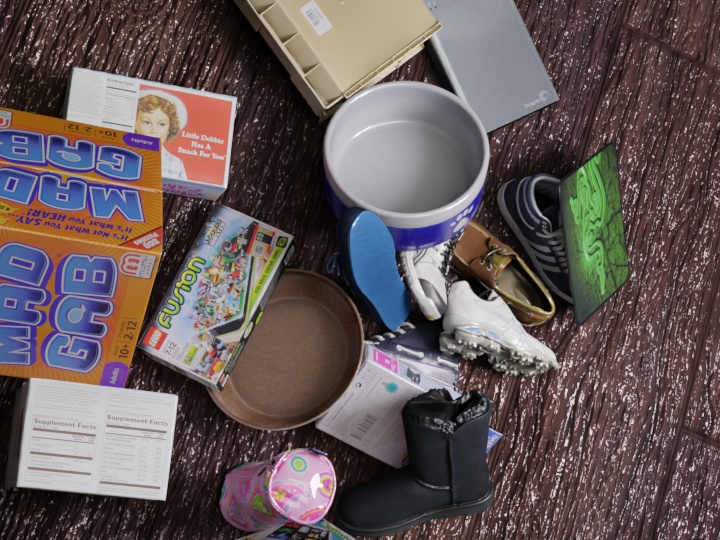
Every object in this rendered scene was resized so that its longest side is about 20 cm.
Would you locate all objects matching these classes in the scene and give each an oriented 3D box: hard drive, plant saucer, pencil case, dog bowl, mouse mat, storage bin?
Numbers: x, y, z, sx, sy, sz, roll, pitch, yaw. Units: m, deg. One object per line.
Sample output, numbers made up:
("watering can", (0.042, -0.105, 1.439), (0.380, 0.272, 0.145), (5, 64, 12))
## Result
("hard drive", (0.163, -0.288, 1.742), (0.139, 0.033, 0.202), (-25, 90, -21))
("plant saucer", (-0.090, 0.097, 1.553), (0.198, 0.037, 0.202), (-5, 65, 12))
("pencil case", (-0.095, 0.247, 1.477), (0.087, 0.200, 0.088), (5, 75, -20))
("dog bowl", (0.053, -0.127, 1.589), (0.198, 0.079, 0.202), (1, 59, -1))
("mouse mat", (0.302, -0.047, 1.690), (0.161, 0.007, 0.202), (-35, 121, -45))
("storage bin", (-0.035, -0.321, 1.648), (0.198, 0.094, 0.201), (-38, 95, -20))

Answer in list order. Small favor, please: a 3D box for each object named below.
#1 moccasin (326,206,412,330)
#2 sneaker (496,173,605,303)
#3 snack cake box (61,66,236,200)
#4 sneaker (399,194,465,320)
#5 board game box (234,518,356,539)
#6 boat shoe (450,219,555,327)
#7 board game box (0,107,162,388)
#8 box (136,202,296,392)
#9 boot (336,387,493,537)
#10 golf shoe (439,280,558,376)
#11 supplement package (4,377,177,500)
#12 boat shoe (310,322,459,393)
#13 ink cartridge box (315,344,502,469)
("moccasin", (0.000, 0.000, 1.546), (0.080, 0.068, 0.201), (-44, 141, -23))
("sneaker", (0.262, -0.040, 1.695), (0.070, 0.108, 0.201), (-40, 95, -20))
("snack cake box", (-0.254, -0.161, 1.560), (0.198, 0.067, 0.116), (9, 77, -18))
("sneaker", (0.092, -0.039, 1.614), (0.087, 0.076, 0.202), (-14, 62, 9))
("board game box", (-0.072, 0.325, 1.472), (0.125, 0.200, 0.035), (-15, 98, -20))
("boat shoe", (0.171, -0.010, 1.680), (0.199, 0.068, 0.072), (39, 75, -7))
("board game box", (-0.328, -0.023, 1.400), (0.198, 0.201, 0.201), (9, 39, -17))
("box", (-0.168, 0.030, 1.554), (0.109, 0.035, 0.201), (23, 73, 12))
("boot", (0.060, 0.220, 1.540), (0.198, 0.077, 0.169), (-10, 126, -1))
("golf shoe", (0.180, 0.073, 1.646), (0.199, 0.078, 0.098), (25, 58, -42))
("supplement package", (-0.295, 0.185, 1.418), (0.154, 0.200, 0.112), (9, 78, -17))
("boat shoe", (0.034, 0.101, 1.624), (0.198, 0.075, 0.093), (23, 58, -14))
("ink cartridge box", (0.058, 0.182, 1.586), (0.199, 0.042, 0.120), (30, 118, -15))
